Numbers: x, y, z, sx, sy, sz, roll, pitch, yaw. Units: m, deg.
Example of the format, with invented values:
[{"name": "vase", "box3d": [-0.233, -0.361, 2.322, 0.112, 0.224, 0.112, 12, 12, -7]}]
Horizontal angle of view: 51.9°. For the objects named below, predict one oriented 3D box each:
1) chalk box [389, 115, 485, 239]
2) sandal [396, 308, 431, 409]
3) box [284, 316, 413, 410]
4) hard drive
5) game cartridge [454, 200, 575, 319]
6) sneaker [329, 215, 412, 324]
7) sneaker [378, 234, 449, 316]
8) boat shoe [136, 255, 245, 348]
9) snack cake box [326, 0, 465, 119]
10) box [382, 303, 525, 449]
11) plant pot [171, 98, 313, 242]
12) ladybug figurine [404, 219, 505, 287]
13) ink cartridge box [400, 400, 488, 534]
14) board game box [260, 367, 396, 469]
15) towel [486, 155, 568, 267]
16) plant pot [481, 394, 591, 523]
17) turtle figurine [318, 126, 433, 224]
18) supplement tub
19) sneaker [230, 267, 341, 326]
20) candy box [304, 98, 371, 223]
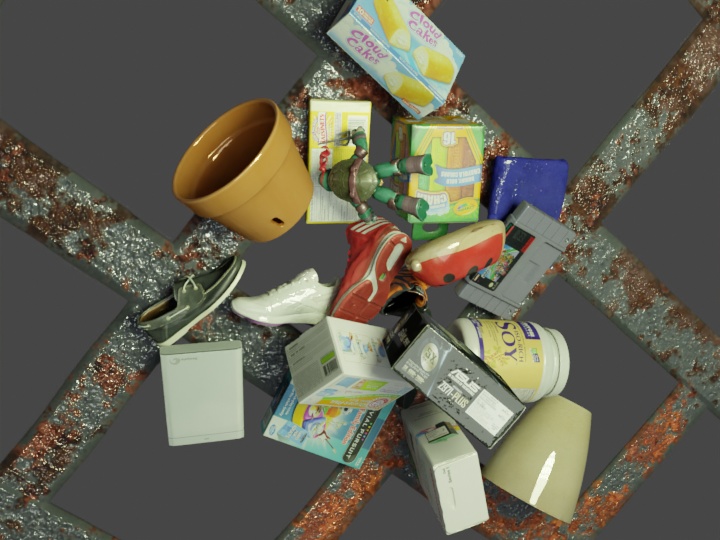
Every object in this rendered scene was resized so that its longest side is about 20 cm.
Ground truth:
[{"name": "chalk box", "box3d": [0.120, -0.145, 1.212, 0.123, 0.124, 0.202, -3, 108, -12]}, {"name": "sandal", "box3d": [0.110, 0.159, 1.331, 0.048, 0.075, 0.202, 19, 115, 26]}, {"name": "box", "box3d": [-0.010, 0.158, 1.227, 0.112, 0.102, 0.199, -37, 147, 31]}, {"name": "hard drive", "box3d": [-0.264, 0.210, 1.251, 0.130, 0.027, 0.202, -4, 122, -13]}, {"name": "game cartridge", "box3d": [0.267, -0.014, 1.288, 0.129, 0.038, 0.201, 22, 114, -32]}, {"name": "sneaker", "box3d": [0.000, 0.000, 1.239, 0.078, 0.116, 0.201, 29, 105, -39]}, {"name": "sneaker", "box3d": [0.110, 0.019, 1.267, 0.199, 0.112, 0.078, -36, 112, -1]}, {"name": "boat shoe", "box3d": [-0.272, 0.041, 1.200, 0.199, 0.072, 0.068, -39, 116, 2]}, {"name": "snack cake box", "box3d": [0.058, -0.346, 1.137, 0.199, 0.067, 0.116, 38, 59, -22]}, {"name": "box", "box3d": [0.140, 0.159, 1.154, 0.200, 0.164, 0.086, 40, 95, -7]}, {"name": "plant pot", "box3d": [-0.164, -0.137, 1.119, 0.200, 0.200, 0.140, -41, 128, 1]}, {"name": "ladybug figurine", "box3d": [0.157, -0.025, 1.188, 0.199, 0.135, 0.073, -21, 87, -33]}, {"name": "ink cartridge box", "box3d": [0.149, 0.346, 1.332, 0.083, 0.200, 0.146, -16, 111, -8]}, {"name": "board game box", "box3d": [-0.057, 0.255, 1.334, 0.199, 0.047, 0.152, 24, 100, -19]}, {"name": "towel", "box3d": [0.285, -0.102, 1.311, 0.146, 0.050, 0.202, 1, 108, -18]}, {"name": "plant pot", "box3d": [0.356, 0.341, 1.409, 0.186, 0.187, 0.201, 30, 84, -21]}, {"name": "turtle figurine", "box3d": [0.009, -0.137, 1.136, 0.198, 0.101, 0.151, 10, 114, 27]}, {"name": "supplement tub", "box3d": [0.256, 0.162, 1.331, 0.198, 0.145, 0.147, 4, 106, -15]}, {"name": "sneaker", "box3d": [-0.120, 0.044, 1.248, 0.198, 0.075, 0.101, 2, 97, -22]}, {"name": "candy box", "box3d": [-0.038, -0.177, 1.215, 0.101, 0.026, 0.202, 0, 107, -11]}]
